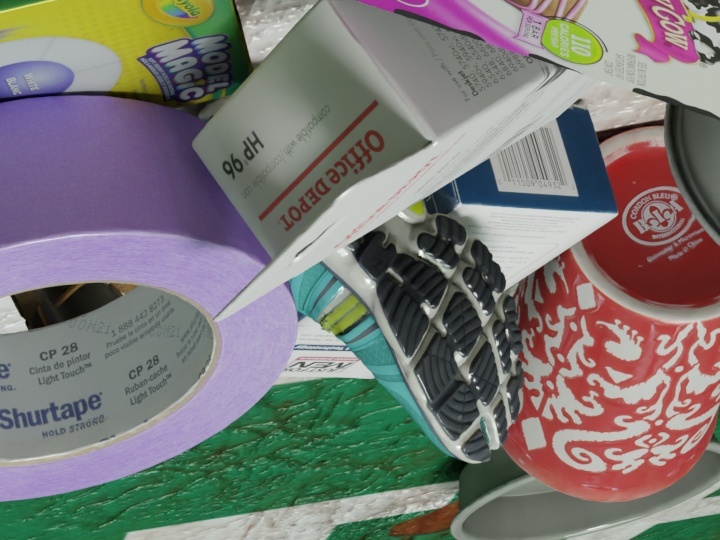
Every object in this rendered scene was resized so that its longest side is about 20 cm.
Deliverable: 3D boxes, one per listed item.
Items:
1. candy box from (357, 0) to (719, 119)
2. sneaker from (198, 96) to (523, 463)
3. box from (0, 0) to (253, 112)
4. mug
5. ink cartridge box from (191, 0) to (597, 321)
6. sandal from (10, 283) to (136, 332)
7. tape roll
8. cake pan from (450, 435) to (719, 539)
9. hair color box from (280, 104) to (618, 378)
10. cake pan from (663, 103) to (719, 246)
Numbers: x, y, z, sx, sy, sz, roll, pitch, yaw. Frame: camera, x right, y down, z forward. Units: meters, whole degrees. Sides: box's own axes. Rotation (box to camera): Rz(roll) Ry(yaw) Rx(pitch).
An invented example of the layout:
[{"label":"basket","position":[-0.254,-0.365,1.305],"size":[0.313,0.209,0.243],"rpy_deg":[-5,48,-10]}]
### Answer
[{"label":"candy box","position":[0.067,-0.120,0.756],"size":[0.200,0.061,0.136],"rpy_deg":[19,157,13]},{"label":"sneaker","position":[0.000,0.000,1.064],"size":[0.080,0.200,0.078],"rpy_deg":[-20,-158,48]},{"label":"box","position":[-0.118,-0.090,0.895],"size":[0.200,0.048,0.117],"rpy_deg":[-15,160,-1]},{"label":"mug","position":[0.146,0.003,1.255],"size":[0.133,0.178,0.200],"rpy_deg":[22,154,6]},{"label":"ink cartridge box","position":[0.019,-0.069,0.897],"size":[0.200,0.068,0.116],"rpy_deg":[-32,173,-38]},{"label":"sandal","position":[-0.114,0.017,1.142],"size":[0.055,0.082,0.200],"rpy_deg":[-35,154,9]},{"label":"tape roll","position":[-0.128,0.016,0.964],"size":[0.200,0.066,0.200],"rpy_deg":[-13,150,-7]},{"label":"cake pan","position":[0.155,0.139,1.668],"size":[0.200,0.037,0.200],"rpy_deg":[-13,159,-5]},{"label":"hair color box","position":[0.019,-0.012,1.168],"size":[0.100,0.061,0.200],"rpy_deg":[3,153,-38]},{"label":"cake pan","position":[0.228,-0.058,1.013],"size":[0.200,0.200,0.037],"rpy_deg":[-9,140,-14]}]
